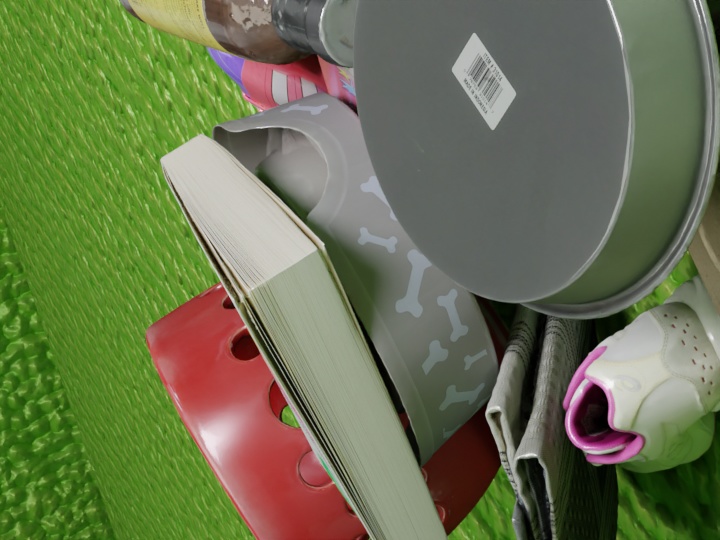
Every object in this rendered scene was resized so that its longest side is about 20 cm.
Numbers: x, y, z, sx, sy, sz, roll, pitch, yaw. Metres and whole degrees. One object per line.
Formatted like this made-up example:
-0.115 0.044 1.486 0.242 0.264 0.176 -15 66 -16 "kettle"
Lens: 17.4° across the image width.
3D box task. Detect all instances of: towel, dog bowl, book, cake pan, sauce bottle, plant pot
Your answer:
0.101 0.103 1.198 0.200 0.034 0.193 -75 -22 -53 "towel"
0.000 0.000 1.176 0.201 0.058 0.200 57 169 17 "dog bowl"
-0.026 0.041 1.148 0.134 0.048 0.201 51 170 53 "book"
0.063 -0.076 0.949 0.200 0.037 0.202 21 117 49 "cake pan"
-0.052 -0.131 1.114 0.200 0.064 0.065 28 140 56 "sauce bottle"
-0.001 0.071 1.360 0.201 0.182 0.200 56 178 3 "plant pot"

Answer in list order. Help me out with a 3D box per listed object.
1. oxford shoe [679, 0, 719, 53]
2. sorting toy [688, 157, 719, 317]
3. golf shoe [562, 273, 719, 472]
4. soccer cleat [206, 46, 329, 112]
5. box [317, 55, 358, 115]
0.099 -0.104 0.982 0.200 0.072 0.085 -41 70 51 "oxford shoe"
0.191 0.007 0.953 0.185 0.036 0.201 143 108 -74 "sorting toy"
0.130 0.061 1.132 0.076 0.091 0.200 60 166 15 "golf shoe"
-0.020 -0.087 1.270 0.199 0.077 0.067 16 -149 -50 "soccer cleat"
0.027 -0.148 1.146 0.095 0.102 0.201 38 148 61 "box"
